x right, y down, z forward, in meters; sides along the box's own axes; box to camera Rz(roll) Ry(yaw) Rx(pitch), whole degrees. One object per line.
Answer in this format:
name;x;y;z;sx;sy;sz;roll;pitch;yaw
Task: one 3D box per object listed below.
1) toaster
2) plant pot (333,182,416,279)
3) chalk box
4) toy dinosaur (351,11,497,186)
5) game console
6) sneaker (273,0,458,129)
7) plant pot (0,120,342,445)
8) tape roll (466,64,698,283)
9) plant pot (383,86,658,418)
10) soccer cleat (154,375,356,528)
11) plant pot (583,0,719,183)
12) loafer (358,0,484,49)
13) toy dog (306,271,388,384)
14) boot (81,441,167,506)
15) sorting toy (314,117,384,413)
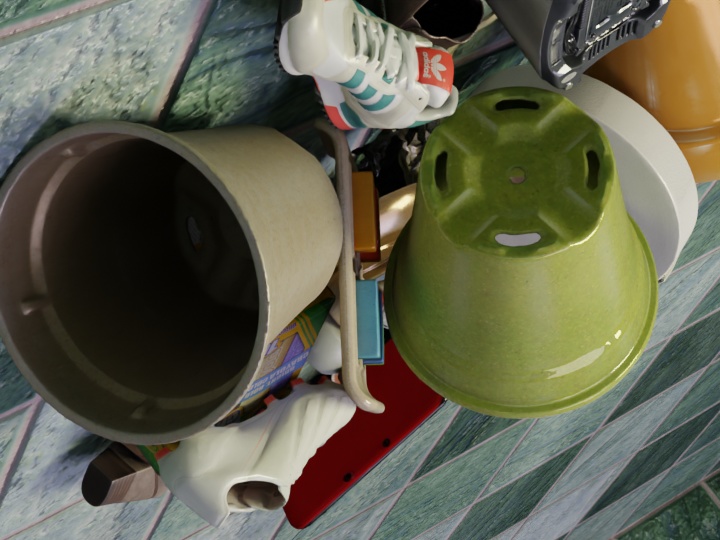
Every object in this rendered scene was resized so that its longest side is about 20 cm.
toaster;0.131;-0.218;1.459;0.113;0.129;0.200;-36;163;-11
plant pot;0.003;-0.017;1.804;0.199;0.028;0.200;-27;170;-5
chalk box;-0.122;0.053;1.638;0.123;0.125;0.200;-27;158;-33
toy dinosaur;0.044;-0.116;1.678;0.088;0.047;0.200;-47;171;-35
game console;0.008;0.141;2.125;0.200;0.119;0.172;-42;162;12
sneaker;0.009;-0.140;1.425;0.093;0.071;0.200;3;164;15
plant pot;-0.107;-0.012;1.439;0.201;0.201;0.183;-47;172;27
tape roll;0.159;-0.067;1.702;0.037;0.202;0.203;-55;174;-34
plant pot;0.109;-0.025;1.550;0.200;0.201;0.185;-35;157;-11
soccer cleat;-0.064;0.133;1.619;0.199;0.078;0.069;-18;153;-50
plant pot;0.237;-0.197;1.662;0.200;0.200;0.184;-36;146;-6
loafer;0.040;-0.169;1.496;0.073;0.071;0.200;-33;162;-16
toy dog;0.007;0.055;1.816;0.199;0.097;0.132;-19;167;-43
boot;-0.150;0.117;1.857;0.146;0.070;0.200;-27;161;-51
sorting toy;0.000;0.000;1.594;0.036;0.202;0.185;-7;176;2
